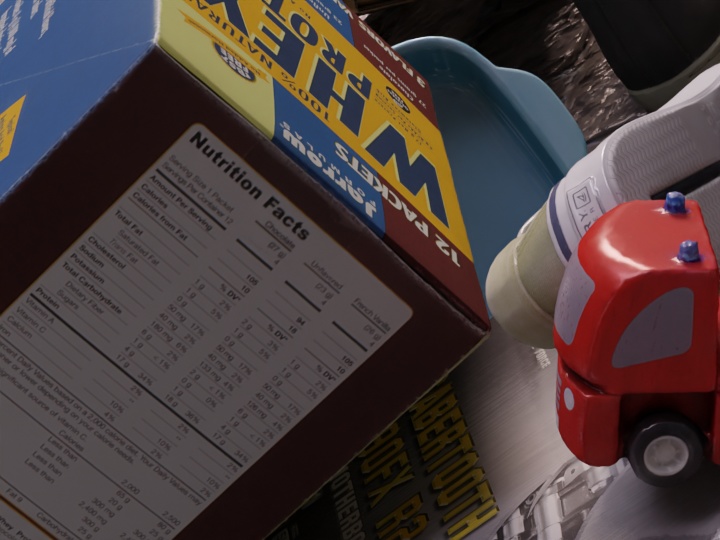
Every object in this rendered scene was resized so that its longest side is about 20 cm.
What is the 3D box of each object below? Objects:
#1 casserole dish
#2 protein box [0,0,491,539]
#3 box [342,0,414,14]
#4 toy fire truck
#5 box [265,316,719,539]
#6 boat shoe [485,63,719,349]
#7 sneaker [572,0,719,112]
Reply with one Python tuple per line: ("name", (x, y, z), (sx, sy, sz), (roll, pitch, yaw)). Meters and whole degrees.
("casserole dish", (0.000, 0.000, 0.892), (0.200, 0.121, 0.039), (-38, -5, 9))
("protein box", (-0.084, -0.001, 0.762), (0.200, 0.135, 0.199), (-43, 22, 16))
("box", (0.001, -0.138, 1.176), (0.163, 0.021, 0.200), (-19, 7, -35))
("toy fire truck", (0.151, -0.016, 0.614), (0.199, 0.142, 0.049), (0, 26, 0))
("box", (0.048, 0.085, 0.728), (0.158, 0.048, 0.200), (-36, 22, 8))
("boat shoe", (0.105, -0.024, 0.740), (0.062, 0.072, 0.200), (-32, -9, 35))
("sneaker", (0.122, -0.162, 1.008), (0.075, 0.106, 0.200), (-29, 24, 23))
